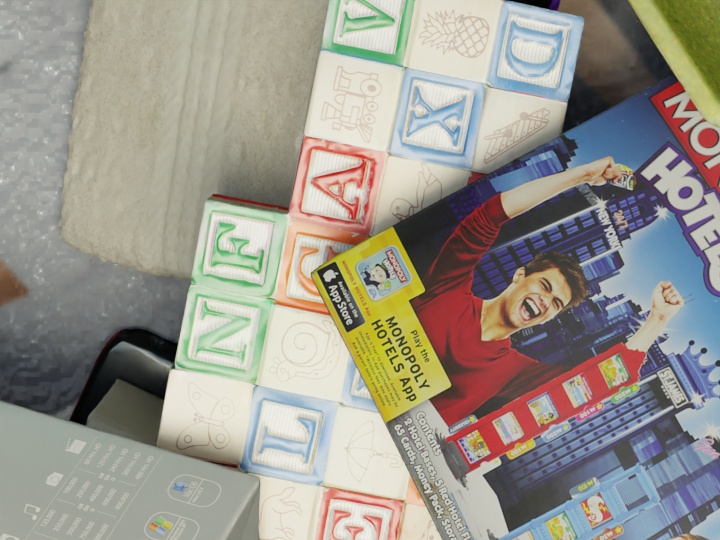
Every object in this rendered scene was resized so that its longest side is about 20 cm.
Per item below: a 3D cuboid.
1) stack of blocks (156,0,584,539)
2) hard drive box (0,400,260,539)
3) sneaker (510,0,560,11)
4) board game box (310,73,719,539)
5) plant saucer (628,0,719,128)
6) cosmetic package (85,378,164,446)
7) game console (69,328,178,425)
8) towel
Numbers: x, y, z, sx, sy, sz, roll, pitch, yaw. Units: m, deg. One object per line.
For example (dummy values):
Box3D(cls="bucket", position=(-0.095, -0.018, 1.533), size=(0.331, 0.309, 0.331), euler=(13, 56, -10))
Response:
Box3D(cls="stack of blocks", position=(0.000, 0.000, 0.773), size=(0.114, 0.059, 0.201), euler=(11, 95, -2))
Box3D(cls="hard drive box", position=(-0.139, 0.121, 0.755), size=(0.199, 0.077, 0.157), euler=(15, 129, 13))
Box3D(cls="sneaker", position=(0.036, -0.097, 0.838), size=(0.069, 0.100, 0.201), euler=(27, 91, 3))
Box3D(cls="board game box", position=(0.117, 0.045, 0.697), size=(0.199, 0.062, 0.201), euler=(-27, 69, 1))
Box3D(cls="plant saucer", position=(0.149, -0.169, 0.705), size=(0.199, 0.048, 0.200), euler=(-33, 70, 8))
Box3D(cls="cosmetic package", position=(-0.030, 0.133, 0.857), size=(0.199, 0.087, 0.104), euler=(24, 95, -1))
Box3D(cls="game console", position=(-0.046, 0.142, 0.912), size=(0.199, 0.031, 0.178), euler=(25, 97, -2))
Box3D(cls="towel", position=(-0.052, -0.092, 0.853), size=(0.132, 0.034, 0.202), euler=(16, 100, 37))
